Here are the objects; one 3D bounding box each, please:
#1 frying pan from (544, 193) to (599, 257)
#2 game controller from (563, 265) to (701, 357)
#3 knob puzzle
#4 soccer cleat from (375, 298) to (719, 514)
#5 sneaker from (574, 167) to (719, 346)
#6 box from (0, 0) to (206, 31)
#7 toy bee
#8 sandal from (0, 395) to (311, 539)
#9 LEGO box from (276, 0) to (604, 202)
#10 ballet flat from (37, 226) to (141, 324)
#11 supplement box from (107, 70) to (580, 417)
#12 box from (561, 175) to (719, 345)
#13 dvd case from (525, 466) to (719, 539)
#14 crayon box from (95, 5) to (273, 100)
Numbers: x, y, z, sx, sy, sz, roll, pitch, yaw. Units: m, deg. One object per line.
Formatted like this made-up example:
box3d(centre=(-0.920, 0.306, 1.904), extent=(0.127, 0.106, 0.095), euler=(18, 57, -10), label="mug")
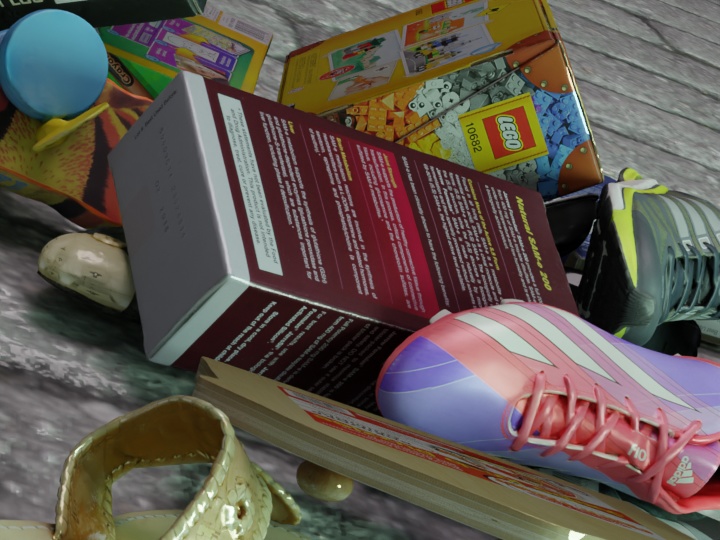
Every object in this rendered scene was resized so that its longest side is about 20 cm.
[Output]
box3d(centre=(0.073, -0.010, 1.120), extent=(0.190, 0.115, 0.031), euler=(15, 56, -78), label="frying pan")
box3d(centre=(0.113, 0.039, 1.091), extent=(0.104, 0.042, 0.200), euler=(11, 14, 10), label="game controller")
box3d(centre=(0.035, 0.080, 0.726), extent=(0.219, 0.031, 0.220), euler=(20, 0, 0), label="knob puzzle")
box3d(centre=(0.098, 0.060, 0.877), extent=(0.200, 0.067, 0.076), euler=(12, 22, -35), label="soccer cleat")
box3d(centre=(0.151, -0.005, 1.063), extent=(0.081, 0.074, 0.200), euler=(14, 17, 10), label="sneaker")
box3d(centre=(-0.163, -0.200, 1.075), extent=(0.199, 0.086, 0.164), euler=(-4, 51, 22), label="box")
box3d(centre=(-0.162, -0.063, 0.948), extent=(0.200, 0.109, 0.131), euler=(30, -16, 2), label="toy bee")
box3d(centre=(-0.063, 0.073, 0.671), extent=(0.078, 0.070, 0.211), euler=(35, 20, 35), label="sandal")
box3d(centre=(0.038, -0.082, 1.145), extent=(0.148, 0.077, 0.200), euler=(-18, 16, 6), label="LEGO box")
box3d(centre=(-0.065, -0.008, 0.945), extent=(0.066, 0.057, 0.200), euler=(32, 19, 30), label="ballet flat")
box3d(centre=(0.000, 0.000, 0.911), extent=(0.200, 0.061, 0.109), euler=(17, 44, -35), label="supplement box")
box3d(centre=(0.136, -0.021, 1.299), extent=(0.121, 0.032, 0.200), euler=(16, 19, -24), label="box")
box3d(centre=(0.152, 0.137, 0.850), extent=(0.199, 0.022, 0.146), euler=(24, 16, -1), label="dvd case")
box3d(centre=(-0.116, -0.105, 1.173), extent=(0.118, 0.058, 0.200), euler=(22, 17, -5), label="crayon box")
